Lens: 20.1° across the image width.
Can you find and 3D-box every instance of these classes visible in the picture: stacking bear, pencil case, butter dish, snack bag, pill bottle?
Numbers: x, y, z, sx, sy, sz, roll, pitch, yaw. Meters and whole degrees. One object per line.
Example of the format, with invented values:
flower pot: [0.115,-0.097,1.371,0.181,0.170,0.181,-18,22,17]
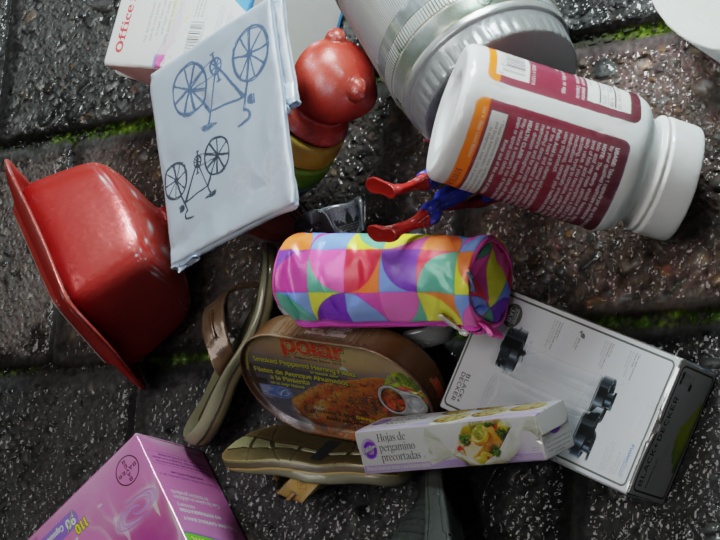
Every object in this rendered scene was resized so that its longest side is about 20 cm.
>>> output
stacking bear: [-0.056,-0.131,1.815,0.200,0.114,0.122,-45,52,40]
pencil case: [0.027,0.010,1.668,0.200,0.088,0.089,2,77,30]
butter dish: [-0.224,-0.020,1.926,0.148,0.200,0.200,-29,57,1]
snack bag: [-0.116,-0.117,1.781,0.188,0.021,0.201,-26,66,44]
pill bottle: [0.162,-0.097,1.607,0.114,0.199,0.114,-163,90,-83]

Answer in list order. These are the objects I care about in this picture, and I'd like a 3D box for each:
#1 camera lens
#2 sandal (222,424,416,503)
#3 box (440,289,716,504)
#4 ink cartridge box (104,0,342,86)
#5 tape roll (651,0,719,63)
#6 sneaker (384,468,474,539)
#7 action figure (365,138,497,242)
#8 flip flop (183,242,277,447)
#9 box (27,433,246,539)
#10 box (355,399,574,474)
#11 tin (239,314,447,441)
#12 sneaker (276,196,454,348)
camera lens: [0.077,-0.220,1.743,0.160,0.160,0.200,-43,54,20]
sandal: [-0.038,0.176,1.776,0.200,0.080,0.054,4,111,32]
box: [0.173,0.097,1.634,0.200,0.060,0.117,21,90,41]
ink cartridge box: [-0.138,-0.232,1.937,0.200,0.125,0.129,10,81,41]
tape roll: [0.329,-0.259,1.617,0.202,0.071,0.203,-13,68,35]
sneaker: [0.036,0.231,1.638,0.104,0.060,0.200,-27,26,15]
action figure: [0.083,-0.078,1.685,0.052,0.200,0.066,14,117,45]
flip flop: [-0.125,0.065,1.862,0.081,0.057,0.200,-98,33,-79]
box: [-0.193,0.284,1.838,0.176,0.097,0.200,-44,55,19]
box: [0.081,0.135,1.633,0.200,0.041,0.039,-10,97,45]
tin: [-0.014,0.093,1.740,0.200,0.112,0.042,8,45,35]
sneaker: [0.000,0.000,1.766,0.200,0.075,0.114,17,115,43]
